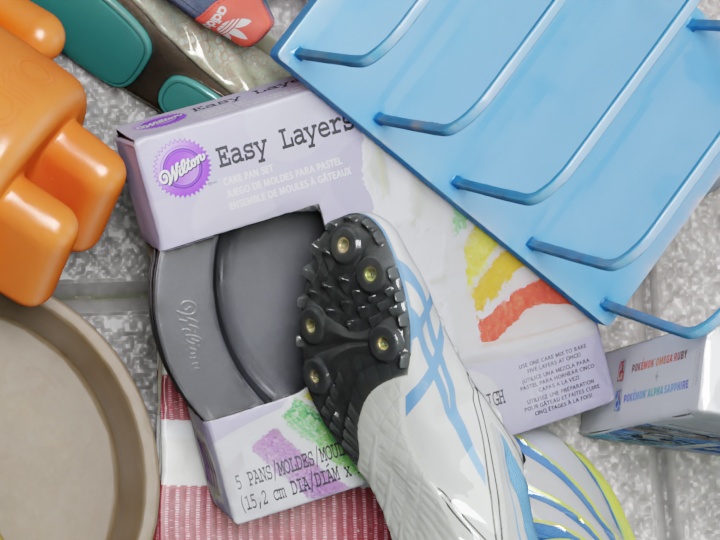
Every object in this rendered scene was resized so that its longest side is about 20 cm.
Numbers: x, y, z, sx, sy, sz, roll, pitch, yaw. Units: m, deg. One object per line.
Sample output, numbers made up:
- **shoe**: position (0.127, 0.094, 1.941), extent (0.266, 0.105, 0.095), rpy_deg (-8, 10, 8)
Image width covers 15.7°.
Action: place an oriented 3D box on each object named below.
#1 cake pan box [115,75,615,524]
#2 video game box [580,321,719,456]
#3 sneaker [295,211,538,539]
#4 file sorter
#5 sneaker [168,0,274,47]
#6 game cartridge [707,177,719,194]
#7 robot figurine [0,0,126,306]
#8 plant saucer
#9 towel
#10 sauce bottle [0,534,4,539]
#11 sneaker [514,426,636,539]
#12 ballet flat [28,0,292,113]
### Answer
- **cake pan box**: position (0.000, 0.000, 1.182), extent (0.200, 0.052, 0.184), rpy_deg (-16, 100, -13)
- **video game box**: position (0.221, 0.065, 1.192), extent (0.200, 0.182, 0.047), rpy_deg (9, 80, -11)
- **sneaker**: position (0.030, 0.066, 1.148), extent (0.072, 0.072, 0.200), rpy_deg (-28, 101, -46)
- **file sorter**: position (0.093, -0.083, 1.109), extent (0.200, 0.123, 0.139), rpy_deg (38, 84, -18)
- **sneaker**: position (-0.027, -0.183, 1.212), extent (0.085, 0.075, 0.200), rpy_deg (42, 62, -12)
- **game cartridge**: position (0.079, -0.099, 1.256), extent (0.133, 0.040, 0.200), rpy_deg (-31, 91, -9)
- **robot figurine**: position (-0.201, -0.070, 1.150), extent (0.200, 0.117, 0.144), rpy_deg (34, 91, 3)
- **plant saucer**: position (-0.191, 0.097, 1.183), extent (0.200, 0.029, 0.200), rpy_deg (1, 84, -11)
- **towel**: position (-0.026, 0.072, 1.224), extent (0.144, 0.023, 0.200), rpy_deg (2, 86, -13)
- **sauce bottle**: position (-0.202, 0.086, 1.112), extent (0.066, 0.066, 0.200), rpy_deg (-27, 107, -13)
- **sneaker**: position (0.117, 0.158, 1.200), extent (0.076, 0.105, 0.200), rpy_deg (-29, 91, -13)
- **ballet flat**: position (-0.086, -0.107, 1.217), extent (0.200, 0.067, 0.062), rpy_deg (39, 54, -10)
